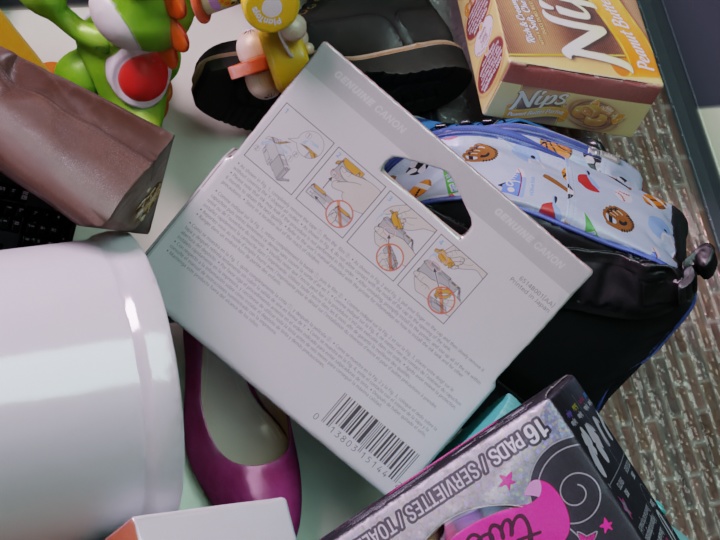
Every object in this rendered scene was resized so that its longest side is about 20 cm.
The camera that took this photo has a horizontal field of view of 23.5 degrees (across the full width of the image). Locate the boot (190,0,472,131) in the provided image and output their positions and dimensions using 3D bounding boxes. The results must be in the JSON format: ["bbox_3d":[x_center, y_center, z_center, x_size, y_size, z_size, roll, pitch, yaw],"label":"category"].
[{"bbox_3d":[-0.036,-0.171,1.160,0.199,0.077,0.139,-4,62,-34],"label":"boot"}]

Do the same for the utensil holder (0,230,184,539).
[{"bbox_3d":[-0.212,0.075,0.922,0.198,0.170,0.171,-9,70,-21],"label":"utensil holder"}]

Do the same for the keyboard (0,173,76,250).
[{"bbox_3d":[-0.232,-0.042,0.946,0.199,0.039,0.105,10,91,-46],"label":"keyboard"}]

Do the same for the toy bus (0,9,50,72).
[{"bbox_3d":[-0.240,-0.122,1.022,0.200,0.078,0.065,53,57,-26],"label":"toy bus"}]

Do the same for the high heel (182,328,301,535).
[{"bbox_3d":[-0.066,0.063,1.021,0.067,0.096,0.202,-4,68,-22],"label":"high heel"}]

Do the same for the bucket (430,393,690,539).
[{"bbox_3d":[0.069,0.178,0.964,0.135,0.207,0.207,45,60,2],"label":"bucket"}]

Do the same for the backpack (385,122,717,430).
[{"bbox_3d":[0.087,-0.002,1.058,0.189,0.201,0.155,20,36,-20],"label":"backpack"}]

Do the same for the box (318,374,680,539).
[{"bbox_3d":[0.043,0.154,0.804,0.199,0.132,0.115,-35,85,10],"label":"box"}]

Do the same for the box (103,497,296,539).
[{"bbox_3d":[-0.082,0.238,0.909,0.097,0.124,0.202,-1,66,-35],"label":"box"}]

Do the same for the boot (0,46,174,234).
[{"bbox_3d":[-0.199,-0.065,0.891,0.199,0.064,0.187,35,40,-6],"label":"boot"}]

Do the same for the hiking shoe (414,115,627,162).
[{"bbox_3d":[0.069,-0.078,1.140,0.198,0.087,0.075,6,64,-19],"label":"hiking shoe"}]

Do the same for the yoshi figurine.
[{"bbox_3d":[-0.147,-0.162,1.032,0.111,0.200,0.113,24,62,-8],"label":"yoshi figurine"}]

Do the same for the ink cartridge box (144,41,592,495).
[{"bbox_3d":[0.000,0.000,0.973,0.200,0.045,0.176,40,101,-6],"label":"ink cartridge box"}]

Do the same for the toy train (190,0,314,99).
[{"bbox_3d":[-0.069,-0.167,0.972,0.055,0.200,0.151,-19,72,0],"label":"toy train"}]

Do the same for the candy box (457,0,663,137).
[{"bbox_3d":[0.129,-0.190,1.205,0.114,0.055,0.201,6,50,-18],"label":"candy box"}]
